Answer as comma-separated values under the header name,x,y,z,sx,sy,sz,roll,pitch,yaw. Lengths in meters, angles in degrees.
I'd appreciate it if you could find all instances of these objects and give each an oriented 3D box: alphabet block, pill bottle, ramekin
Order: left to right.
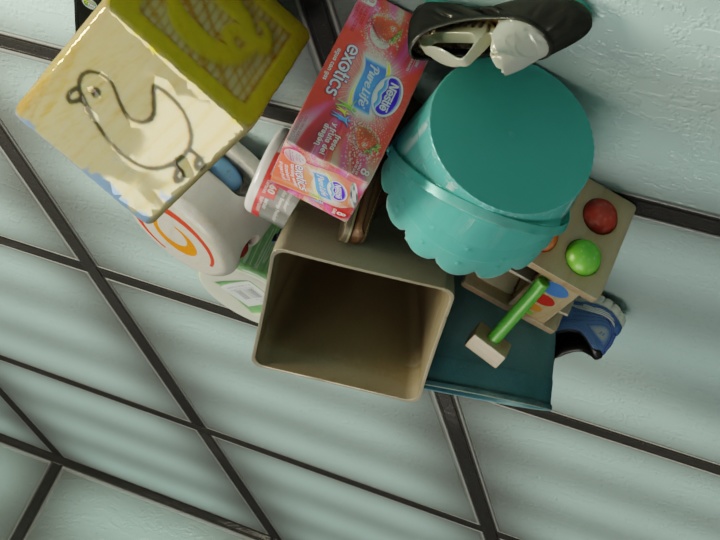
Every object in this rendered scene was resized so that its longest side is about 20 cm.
name,x,y,z,sx,sy,sz,roll,pitch,yaw
alphabet block,-0.204,-0.207,1.544,0.195,0.197,0.200,39,132,-14
ramekin,-0.137,-0.001,2.111,0.198,0.098,0.200,22,156,10
pill bottle,-0.032,-0.083,1.816,0.198,0.115,0.114,26,157,1

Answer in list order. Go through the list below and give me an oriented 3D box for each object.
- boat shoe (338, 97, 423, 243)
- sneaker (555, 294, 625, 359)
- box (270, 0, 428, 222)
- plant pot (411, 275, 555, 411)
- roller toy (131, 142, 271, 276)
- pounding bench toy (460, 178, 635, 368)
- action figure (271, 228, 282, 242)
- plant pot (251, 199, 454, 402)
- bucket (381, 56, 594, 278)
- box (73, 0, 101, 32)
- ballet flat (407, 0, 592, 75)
name,x,y,z,sx,sy,sz,roll,pitch,yaw
boat shoe,0.031,-0.110,1.591,0.067,0.202,0.072,22,152,-7
sneaker,0.230,0.062,1.878,0.198,0.090,0.079,15,154,29
box,-0.005,-0.167,1.506,0.094,0.201,0.103,27,154,-3
plant pot,0.148,0.059,1.795,0.198,0.190,0.200,10,174,1
roller toy,-0.200,-0.096,1.929,0.181,0.140,0.201,22,154,35
pounding bench toy,0.198,0.001,1.647,0.123,0.201,0.156,28,157,-6
action figure,-0.037,-0.001,1.958,0.198,0.105,0.194,18,146,9
plant pot,0.000,0.000,1.673,0.197,0.178,0.201,13,138,-2
bucket,0.132,-0.106,1.506,0.206,0.209,0.135,27,152,-2
box,-0.234,-0.278,1.706,0.198,0.048,0.194,26,153,1
ballet flat,0.128,-0.221,1.425,0.198,0.069,0.068,5,148,39
